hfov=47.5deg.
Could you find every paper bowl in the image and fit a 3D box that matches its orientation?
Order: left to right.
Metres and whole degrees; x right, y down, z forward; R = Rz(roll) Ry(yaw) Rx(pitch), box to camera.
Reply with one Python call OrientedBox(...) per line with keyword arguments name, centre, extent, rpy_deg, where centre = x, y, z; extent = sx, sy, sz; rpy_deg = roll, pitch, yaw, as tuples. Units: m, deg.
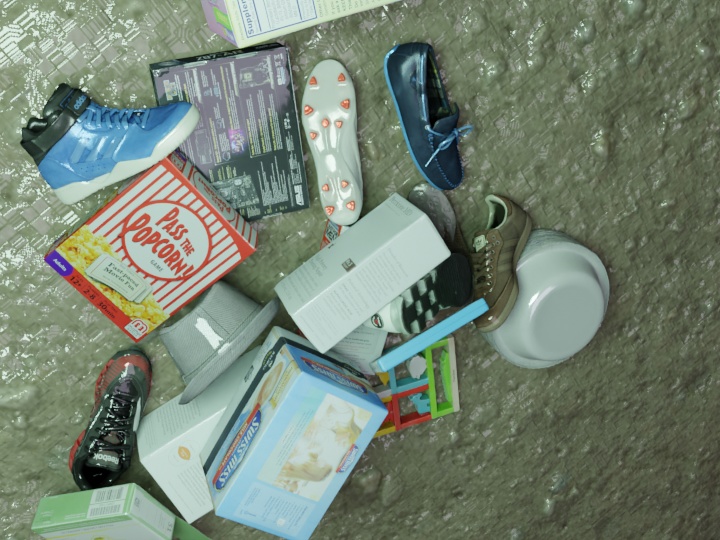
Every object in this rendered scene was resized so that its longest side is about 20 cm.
OrientedBox(name="paper bowl", centre=(0.272, 0.050, 1.194), extent=(0.198, 0.104, 0.203), rpy_deg=(-8, 115, -18))

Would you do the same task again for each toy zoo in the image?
OrientedBox(name="toy zoo", centre=(0.049, 0.176, 1.206), extent=(0.198, 0.020, 0.133), rpy_deg=(-15, 116, -14))

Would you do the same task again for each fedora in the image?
OrientedBox(name="fedora", centre=(-0.184, 0.075, 1.006), extent=(0.090, 0.200, 0.177), rpy_deg=(45, 81, -3))

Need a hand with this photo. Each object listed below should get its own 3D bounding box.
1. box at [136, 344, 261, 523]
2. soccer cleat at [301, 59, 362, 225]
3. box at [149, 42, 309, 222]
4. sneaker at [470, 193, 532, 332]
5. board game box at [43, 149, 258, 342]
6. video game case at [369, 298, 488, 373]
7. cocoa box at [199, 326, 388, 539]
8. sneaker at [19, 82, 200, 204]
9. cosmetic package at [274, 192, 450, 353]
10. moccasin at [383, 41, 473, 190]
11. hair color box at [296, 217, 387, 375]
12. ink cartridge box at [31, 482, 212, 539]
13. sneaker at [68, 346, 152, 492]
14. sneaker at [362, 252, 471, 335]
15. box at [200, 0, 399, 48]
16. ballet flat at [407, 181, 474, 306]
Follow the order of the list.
OrientedBox(name="box", centre=(-0.180, 0.216, 1.091), extent=(0.199, 0.098, 0.125), rpy_deg=(-31, 118, -6))
OrientedBox(name="soccer cleat", centre=(-0.032, -0.157, 1.020), extent=(0.068, 0.078, 0.203), rpy_deg=(-5, 95, 8))
OrientedBox(name="box", centre=(-0.153, -0.157, 0.980), extent=(0.159, 0.044, 0.202), rpy_deg=(-15, 115, -15))
OrientedBox(name="sneaker", centre=(0.174, -0.013, 1.113), extent=(0.075, 0.070, 0.201), rpy_deg=(35, 56, -24))
OrientedBox(name="board game box", centre=(-0.243, -0.029, 0.960), extent=(0.199, 0.046, 0.152), rpy_deg=(-36, 115, 15))
OrientedBox(name="video game case", centre=(0.079, 0.086, 1.021), extent=(0.142, 0.200, 0.018), rpy_deg=(-30, 84, -6))
OrientedBox(name="cocoa box", centre=(-0.085, 0.198, 0.989), extent=(0.133, 0.131, 0.201), rpy_deg=(28, 98, -26))
OrientedBox(name="sneaker", centre=(-0.279, -0.159, 0.889), extent=(0.198, 0.077, 0.112), rpy_deg=(-22, 121, 20))
OrientedBox(name="cosmetic package", centre=(0.000, 0.000, 1.000), extent=(0.199, 0.102, 0.074), rpy_deg=(-39, 118, -3))
OrientedBox(name="moccasin", centre=(0.092, -0.188, 1.031), extent=(0.201, 0.068, 0.081), rpy_deg=(61, 42, -30))
OrientedBox(name="hair color box", centre=(-0.010, 0.033, 1.102), extent=(0.110, 0.064, 0.202), rpy_deg=(9, 109, -24))
OrientedBox(name="ink cartridge box", centre=(-0.302, 0.344, 1.061), extent=(0.144, 0.048, 0.201), rpy_deg=(-13, 136, 17))
OrientedBox(name="sneaker", centre=(-0.312, 0.198, 1.033), extent=(0.070, 0.098, 0.202), rpy_deg=(19, 102, -25))
OrientedBox(name="sneaker", centre=(0.073, 0.026, 1.065), extent=(0.199, 0.088, 0.075), rpy_deg=(-23, 104, -50))
OrientedBox(name="box", centre=(-0.067, -0.320, 0.871), extent=(0.198, 0.176, 0.098), rpy_deg=(-19, 116, -13))
OrientedBox(name="ballet flat", centre=(0.120, -0.038, 1.138), extent=(0.067, 0.046, 0.201), rpy_deg=(-24, 114, 15))
